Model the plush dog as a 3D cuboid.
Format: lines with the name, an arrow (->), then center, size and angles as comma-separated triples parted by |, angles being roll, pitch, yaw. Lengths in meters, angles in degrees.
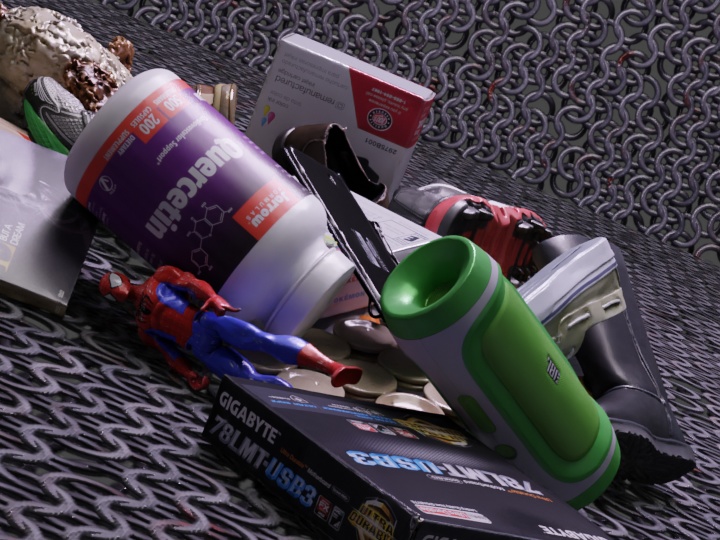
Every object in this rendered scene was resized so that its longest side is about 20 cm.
plush dog -> -0.249, -0.157, 1.713 | 0.199, 0.161, 0.172 | 26, -14, 17

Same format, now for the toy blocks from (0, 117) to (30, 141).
toy blocks -> -0.268, -0.074, 1.579 | 0.136, 0.100, 0.200 | 28, 7, -36

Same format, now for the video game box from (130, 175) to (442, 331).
video game box -> -0.059, -0.017, 1.616 | 0.181, 0.047, 0.200 | -11, 24, -32

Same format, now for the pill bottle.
pill bottle -> -0.102, -0.039, 1.417 | 0.200, 0.113, 0.112 | 40, 12, 6

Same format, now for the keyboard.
keyboard -> 0.000, 0.000, 1.486 | 0.104, 0.040, 0.201 | 29, 25, -51

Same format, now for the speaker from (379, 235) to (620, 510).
speaker -> 0.095, 0.072, 1.350 | 0.200, 0.088, 0.088 | 52, -7, -30

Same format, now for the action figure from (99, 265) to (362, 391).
action figure -> -0.095, 0.046, 1.345 | 0.199, 0.066, 0.052 | 27, 20, 28

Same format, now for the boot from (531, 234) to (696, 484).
boot -> 0.181, 0.059, 1.593 | 0.164, 0.065, 0.202 | 25, 45, -54

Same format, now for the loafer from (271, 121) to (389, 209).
loafer -> -0.005, -0.040, 1.759 | 0.073, 0.071, 0.201 | -36, 97, -42

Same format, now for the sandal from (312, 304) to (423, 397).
sandal -> 0.056, 0.077, 1.544 | 0.205, 0.060, 0.079 | 14, 31, 17

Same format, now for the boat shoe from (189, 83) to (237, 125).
boat shoe -> -0.144, -0.089, 1.715 | 0.067, 0.201, 0.073 | 6, 56, -6

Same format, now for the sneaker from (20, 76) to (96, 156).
sneaker -> -0.163, -0.088, 1.522 | 0.199, 0.086, 0.078 | 32, 18, 3

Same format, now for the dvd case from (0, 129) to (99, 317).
dvd case -> -0.280, -0.055, 1.418 | 0.198, 0.016, 0.149 | 21, 40, -7

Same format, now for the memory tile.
memory tile -> 0.017, 0.076, 1.430 | 0.199, 0.017, 0.153 | -9, 31, -44

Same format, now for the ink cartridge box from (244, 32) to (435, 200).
ink cartridge box -> -0.036, -0.093, 1.845 | 0.145, 0.202, 0.083 | 22, 12, 3

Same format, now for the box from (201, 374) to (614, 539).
box -> 0.036, 0.134, 1.223 | 0.199, 0.050, 0.198 | 15, 11, -41

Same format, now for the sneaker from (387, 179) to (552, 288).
sneaker -> 0.089, -0.032, 1.706 | 0.097, 0.071, 0.200 | 24, 5, 33

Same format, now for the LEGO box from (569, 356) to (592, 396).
LEGO box -> 0.092, 0.054, 1.699 | 0.199, 0.078, 0.149 | 17, 11, -30

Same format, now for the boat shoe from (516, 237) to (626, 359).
boat shoe -> 0.139, 0.036, 1.489 | 0.200, 0.072, 0.062 | -33, 95, -46
